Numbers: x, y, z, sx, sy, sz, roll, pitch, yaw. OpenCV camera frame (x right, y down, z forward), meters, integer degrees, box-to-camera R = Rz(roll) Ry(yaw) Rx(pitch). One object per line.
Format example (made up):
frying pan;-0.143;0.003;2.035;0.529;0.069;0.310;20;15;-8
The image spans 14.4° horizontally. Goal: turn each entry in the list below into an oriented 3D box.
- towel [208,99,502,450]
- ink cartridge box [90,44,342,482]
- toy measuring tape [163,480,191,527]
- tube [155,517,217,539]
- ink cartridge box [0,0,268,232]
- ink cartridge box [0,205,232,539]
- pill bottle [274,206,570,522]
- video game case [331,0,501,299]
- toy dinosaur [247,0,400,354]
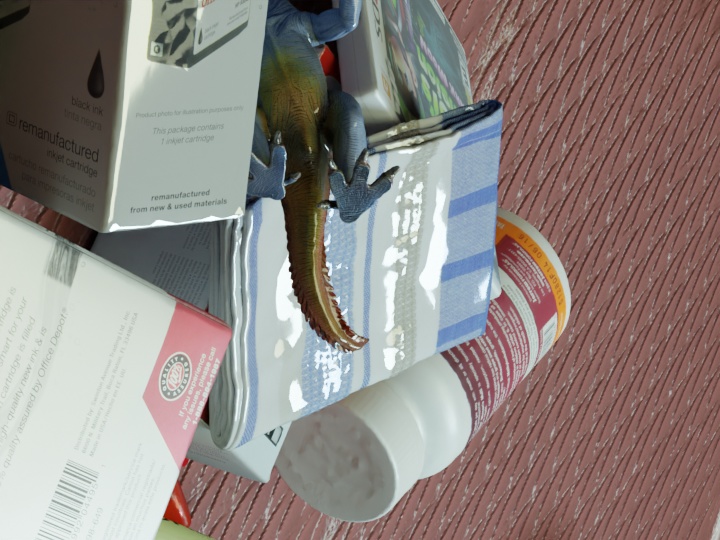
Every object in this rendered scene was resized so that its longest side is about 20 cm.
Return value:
towel;0.000;0.000;1.450;0.200;0.024;0.148;-21;125;-40
ink cartridge box;-0.059;-0.002;1.505;0.201;0.084;0.176;-67;152;-15
toy measuring tape;-0.133;0.094;1.444;0.074;0.073;0.201;-52;138;-36
tube;-0.117;0.139;1.407;0.199;0.058;0.052;23;103;-29
ink cartridge box;-0.114;-0.134;1.254;0.083;0.145;0.201;-7;112;-41
ink cartridge box;-0.172;0.051;1.264;0.200;0.085;0.146;30;77;-44
pill bottle;0.034;0.053;1.679;0.200;0.109;0.110;-45;141;-43
video game case;0.027;-0.107;1.559;0.200;0.023;0.182;56;22;-51
toy dinosaur;-0.052;-0.091;1.359;0.105;0.182;0.201;-2;123;-15
